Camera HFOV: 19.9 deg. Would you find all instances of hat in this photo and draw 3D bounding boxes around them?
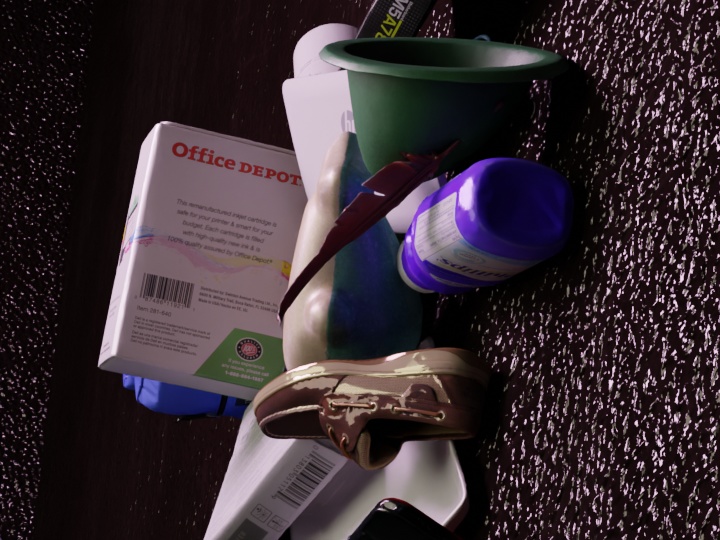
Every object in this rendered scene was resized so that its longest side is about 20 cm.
[{"bbox_3d":[0.042,-0.065,1.434,0.166,0.198,0.178,-102,14,-76],"label":"hat"}]

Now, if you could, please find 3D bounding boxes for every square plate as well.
[{"bbox_3d":[0.015,0.178,1.527,0.200,0.028,0.199,-52,24,24],"label":"square plate"}]

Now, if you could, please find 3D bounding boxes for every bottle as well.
[{"bbox_3d":[0.077,-0.025,1.423,0.200,0.083,0.066,149,130,-69],"label":"bottle"}]

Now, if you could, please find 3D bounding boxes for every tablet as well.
[{"bbox_3d":[0.003,-0.091,1.585,0.199,0.014,0.131,0,107,58],"label":"tablet"}]

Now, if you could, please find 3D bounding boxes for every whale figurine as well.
[{"bbox_3d":[0.000,0.000,1.538,0.159,0.103,0.202,-78,-5,-60],"label":"whale figurine"}]

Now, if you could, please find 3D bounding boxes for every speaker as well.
[{"bbox_3d":[-0.020,-0.135,1.865,0.201,0.080,0.082,-95,23,-46],"label":"speaker"}]

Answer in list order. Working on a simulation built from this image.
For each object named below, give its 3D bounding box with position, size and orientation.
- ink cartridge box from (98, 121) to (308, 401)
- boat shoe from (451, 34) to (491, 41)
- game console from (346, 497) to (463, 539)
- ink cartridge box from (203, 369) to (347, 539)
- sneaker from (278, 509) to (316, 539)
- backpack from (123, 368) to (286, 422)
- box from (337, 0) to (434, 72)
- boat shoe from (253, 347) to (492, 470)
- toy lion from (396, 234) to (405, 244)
[{"bbox_3d":[-0.126,-0.006,1.705,0.084,0.144,0.202,151,130,-72],"label":"ink cartridge box"},{"bbox_3d":[0.059,-0.146,1.577,0.200,0.083,0.069,-166,76,-73],"label":"boat shoe"},{"bbox_3d":[0.032,0.269,1.328,0.119,0.172,0.200,-56,0,-36],"label":"game console"},{"bbox_3d":[-0.055,0.133,1.667,0.163,0.057,0.200,-51,9,31],"label":"ink cartridge box"},{"bbox_3d":[-0.042,0.237,1.654,0.104,0.060,0.201,-25,42,37],"label":"sneaker"},{"bbox_3d":[-0.110,0.049,1.836,0.163,0.198,0.169,106,162,-47],"label":"backpack"},{"bbox_3d":[0.054,-0.244,1.619,0.201,0.047,0.194,-62,0,-40],"label":"box"},{"bbox_3d":[0.004,0.108,1.478,0.199,0.072,0.073,-10,61,31],"label":"boat shoe"},{"bbox_3d":[0.008,-0.037,1.689,0.192,0.068,0.202,-112,22,-55],"label":"toy lion"}]
